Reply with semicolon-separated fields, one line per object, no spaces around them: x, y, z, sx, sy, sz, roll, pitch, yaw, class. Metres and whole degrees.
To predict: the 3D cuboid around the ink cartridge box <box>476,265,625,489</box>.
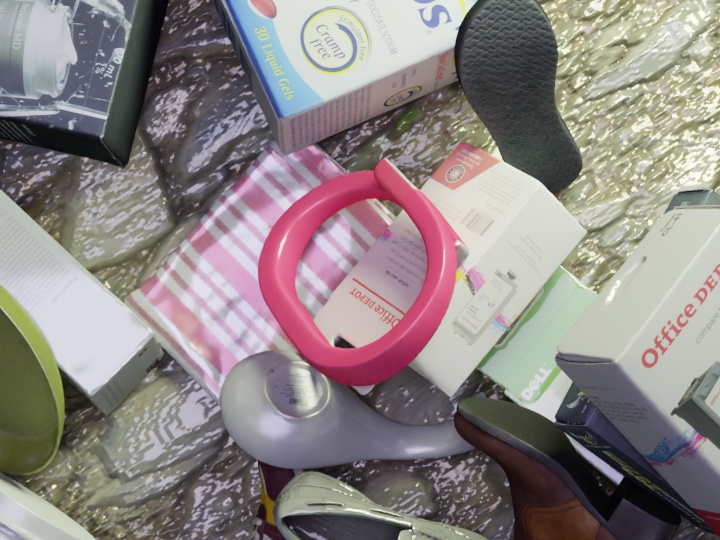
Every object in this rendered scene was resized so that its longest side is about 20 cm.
0.175;0.083;1.622;0.200;0.059;0.104;38;87;8;ink cartridge box

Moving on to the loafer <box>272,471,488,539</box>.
0.029;0.208;1.541;0.199;0.070;0.070;21;107;3;loafer

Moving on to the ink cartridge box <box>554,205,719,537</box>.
0.253;0.075;1.470;0.200;0.086;0.148;46;72;-19;ink cartridge box

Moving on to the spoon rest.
-0.007;0.111;1.616;0.199;0.061;0.100;8;54;-8;spoon rest

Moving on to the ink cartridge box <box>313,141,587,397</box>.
0.058;0.012;1.595;0.200;0.116;0.067;-49;124;-4;ink cartridge box

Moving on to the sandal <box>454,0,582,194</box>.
0.113;-0.134;1.602;0.076;0.200;0.043;-19;47;0;sandal

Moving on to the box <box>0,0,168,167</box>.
-0.257;-0.204;1.657;0.196;0.124;0.201;13;84;3;box

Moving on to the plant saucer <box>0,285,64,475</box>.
-0.290;0.063;1.609;0.200;0.200;0.031;43;52;8;plant saucer

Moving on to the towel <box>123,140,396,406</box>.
-0.069;0.004;1.663;0.146;0.030;0.200;43;87;8;towel

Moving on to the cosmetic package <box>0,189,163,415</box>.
-0.247;0.015;1.636;0.200;0.102;0.074;43;81;9;cosmetic package

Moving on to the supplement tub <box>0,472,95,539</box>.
-0.299;0.253;1.589;0.144;0.144;0.200;33;86;7;supplement tub

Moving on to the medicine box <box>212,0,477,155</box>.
-0.007;-0.217;1.638;0.200;0.103;0.183;-24;80;-6;medicine box

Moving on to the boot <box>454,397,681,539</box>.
0.111;0.213;1.593;0.188;0.069;0.200;31;110;-2;boot

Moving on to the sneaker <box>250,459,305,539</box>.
-0.067;0.225;1.613;0.090;0.075;0.201;-13;81;-4;sneaker

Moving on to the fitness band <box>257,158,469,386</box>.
0.000;0.000;1.571;0.144;0.037;0.200;-45;40;6;fitness band

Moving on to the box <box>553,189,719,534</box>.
0.249;0.066;1.543;0.158;0.051;0.200;35;75;-22;box
